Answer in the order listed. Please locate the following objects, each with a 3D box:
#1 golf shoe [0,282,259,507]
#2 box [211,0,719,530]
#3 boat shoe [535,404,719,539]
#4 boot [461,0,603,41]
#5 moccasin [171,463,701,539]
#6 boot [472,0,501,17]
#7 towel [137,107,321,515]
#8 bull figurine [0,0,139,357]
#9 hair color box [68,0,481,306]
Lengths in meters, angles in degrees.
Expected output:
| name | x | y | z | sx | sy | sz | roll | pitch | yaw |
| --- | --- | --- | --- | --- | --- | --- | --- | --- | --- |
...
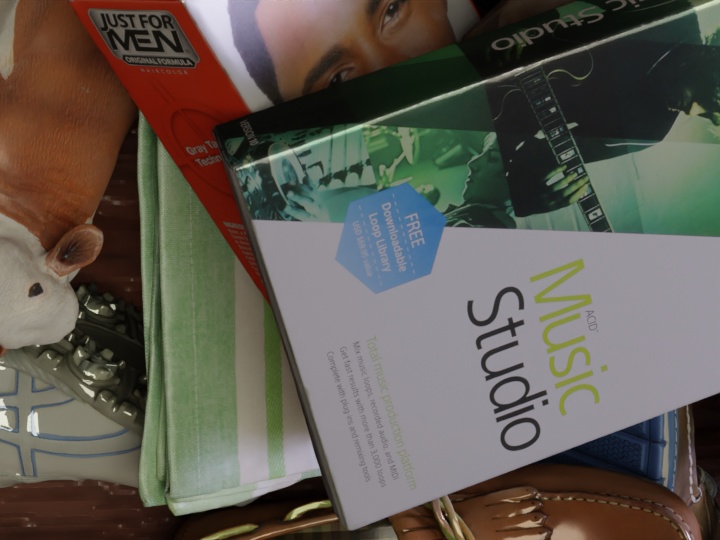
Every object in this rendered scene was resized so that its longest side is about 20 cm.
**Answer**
| name | x | y | z | sx | sy | sz | roll | pitch | yaw |
| --- | --- | --- | --- | --- | --- | --- | --- | --- | --- |
| golf shoe | -0.131 | 0.049 | 0.793 | 0.200 | 0.078 | 0.097 | 29 | 110 | -15 |
| box | 0.067 | -0.012 | 0.684 | 0.199 | 0.036 | 0.145 | -21 | 123 | -6 |
| boat shoe | 0.106 | 0.104 | 0.858 | 0.072 | 0.072 | 0.201 | -18 | 122 | -41 |
| boot | 0.130 | -0.126 | 0.693 | 0.199 | 0.064 | 0.187 | -21 | 139 | -18 |
| moccasin | 0.024 | 0.109 | 0.787 | 0.201 | 0.078 | 0.074 | 1 | 99 | 8 |
| boot | 0.122 | -0.119 | 0.837 | 0.200 | 0.075 | 0.097 | 26 | 74 | -19 |
| towel | 0.000 | 0.000 | 0.791 | 0.200 | 0.023 | 0.153 | -9 | 103 | -42 |
| bull figurine | -0.120 | -0.067 | 0.738 | 0.121 | 0.065 | 0.200 | 38 | 54 | -18 |
| hair color box | -0.001 | -0.045 | 0.725 | 0.102 | 0.061 | 0.200 | -51 | 127 | -26 |
